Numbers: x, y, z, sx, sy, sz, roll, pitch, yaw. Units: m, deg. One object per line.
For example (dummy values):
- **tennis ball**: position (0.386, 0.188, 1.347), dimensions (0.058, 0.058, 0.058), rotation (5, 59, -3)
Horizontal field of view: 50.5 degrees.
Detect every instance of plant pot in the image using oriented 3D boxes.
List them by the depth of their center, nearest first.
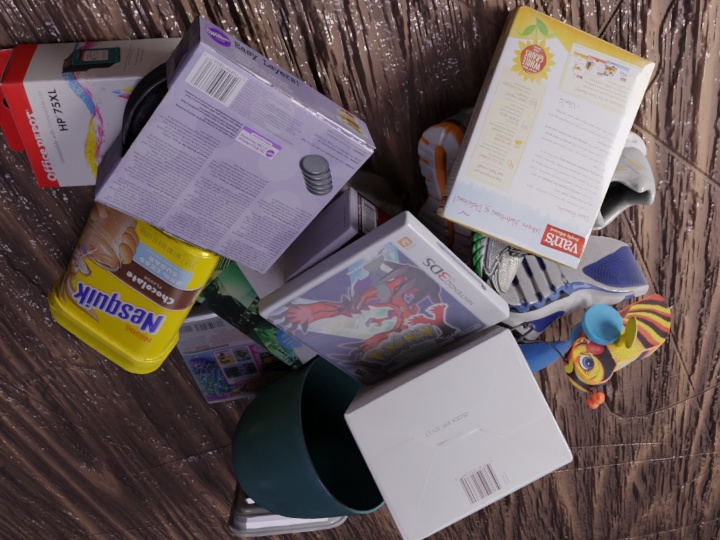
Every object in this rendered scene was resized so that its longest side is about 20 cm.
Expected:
- **plant pot**: position (-0.071, 0.228, 0.994), dimensions (0.159, 0.204, 0.200), rotation (-24, 134, 31)

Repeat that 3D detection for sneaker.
- **sneaker**: position (0.175, -0.064, 0.772), dimensions (0.078, 0.084, 0.203), rotation (-5, 121, -58)
- **sneaker**: position (0.109, -0.083, 0.811), dimensions (0.078, 0.077, 0.202), rotation (31, 148, 25)
- **sneaker**: position (0.218, -0.075, 0.820), dimensions (0.197, 0.093, 0.076), rotation (-25, 134, 18)
- **sneaker**: position (0.241, 0.027, 0.948), dimensions (0.195, 0.082, 0.116), rotation (-8, 151, -9)

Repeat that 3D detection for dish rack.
- **dish rack**: position (-0.107, 0.313, 1.124), dimensions (0.168, 0.200, 0.045), rotation (-5, 103, -2)

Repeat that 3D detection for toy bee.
- **toy bee**: position (0.281, 0.104, 0.903), dimensions (0.197, 0.111, 0.131), rotation (-21, 156, 11)

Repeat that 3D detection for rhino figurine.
- **rhino figurine**: position (-0.014, -0.076, 0.815), dimensions (0.198, 0.061, 0.088), rotation (24, 127, -30)

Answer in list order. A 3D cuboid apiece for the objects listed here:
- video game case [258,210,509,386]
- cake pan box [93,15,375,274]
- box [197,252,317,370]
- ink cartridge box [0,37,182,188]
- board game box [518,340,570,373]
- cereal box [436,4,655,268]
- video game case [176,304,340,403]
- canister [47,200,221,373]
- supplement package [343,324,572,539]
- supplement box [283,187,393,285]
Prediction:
- **video game case**: position (0.025, 0.040, 0.789), dimensions (0.198, 0.023, 0.181), rotation (-30, 131, 29)
- **cake pan box**: position (-0.117, -0.101, 0.690), dimensions (0.198, 0.053, 0.184), rotation (24, 122, -33)
- **box**: position (-0.105, 0.021, 0.879), dimensions (0.199, 0.037, 0.144), rotation (38, 127, -19)
- **ink cartridge box**: position (-0.250, -0.144, 0.708), dimensions (0.195, 0.068, 0.118), rotation (-4, 135, -3)
- **board game box**: position (0.188, 0.116, 1.040), dimensions (0.197, 0.040, 0.158), rotation (-1, 150, -35)
- **cereal box**: position (0.170, -0.121, 0.710), dimensions (0.141, 0.040, 0.204), rotation (20, 95, -8)
- **video game case**: position (-0.135, 0.101, 1.004), dimensions (0.196, 0.024, 0.184), rotation (-11, 136, 3)
- **canister**: position (-0.238, -0.001, 0.819), dimensions (0.147, 0.087, 0.201), rotation (35, 126, -5)
- **supplement package**: position (0.102, 0.167, 0.845), dimensions (0.189, 0.149, 0.200), rotation (-27, 176, 3)
- **supplement box**: position (0.026, 0.009, 0.818), dimensions (0.199, 0.062, 0.108), rotation (33, 127, -32)
